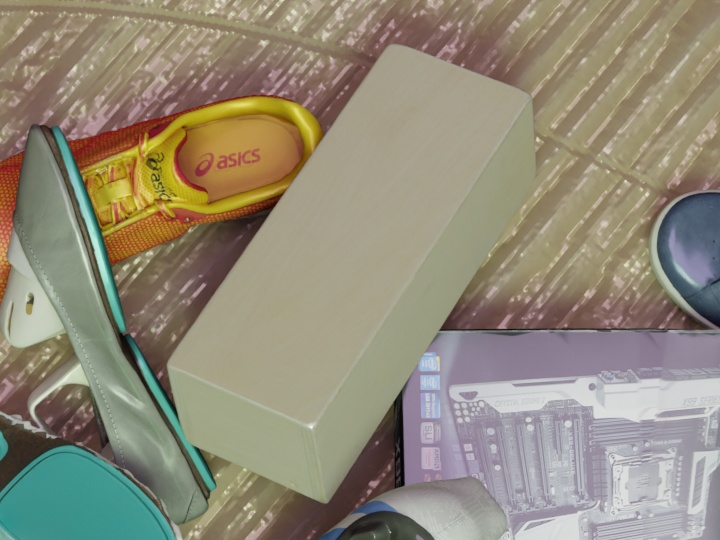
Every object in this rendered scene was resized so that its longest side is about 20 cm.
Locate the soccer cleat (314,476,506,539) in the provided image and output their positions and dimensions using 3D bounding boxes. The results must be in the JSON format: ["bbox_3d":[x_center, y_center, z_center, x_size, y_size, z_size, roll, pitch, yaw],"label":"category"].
[{"bbox_3d":[-0.013,0.153,1.226,0.086,0.200,0.070,-27,83,-53],"label":"soccer cleat"}]

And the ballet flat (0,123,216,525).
[{"bbox_3d":[-0.124,0.034,1.232,0.063,0.067,0.201,-23,115,-4],"label":"ballet flat"}]

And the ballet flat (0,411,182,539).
[{"bbox_3d":[-0.151,0.102,1.224,0.200,0.072,0.072,31,77,29],"label":"ballet flat"}]

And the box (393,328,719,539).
[{"bbox_3d":[0.095,0.128,1.277,0.157,0.050,0.201,1,79,-4],"label":"box"}]

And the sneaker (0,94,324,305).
[{"bbox_3d":[-0.112,-0.038,1.277,0.199,0.077,0.073,-23,84,-7],"label":"sneaker"}]

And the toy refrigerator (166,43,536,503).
[{"bbox_3d":[0.000,0.000,1.250,0.076,0.070,0.200,21,59,20],"label":"toy refrigerator"}]

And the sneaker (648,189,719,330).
[{"bbox_3d":[0.231,0.014,1.294,0.199,0.085,0.075,24,78,0],"label":"sneaker"}]
